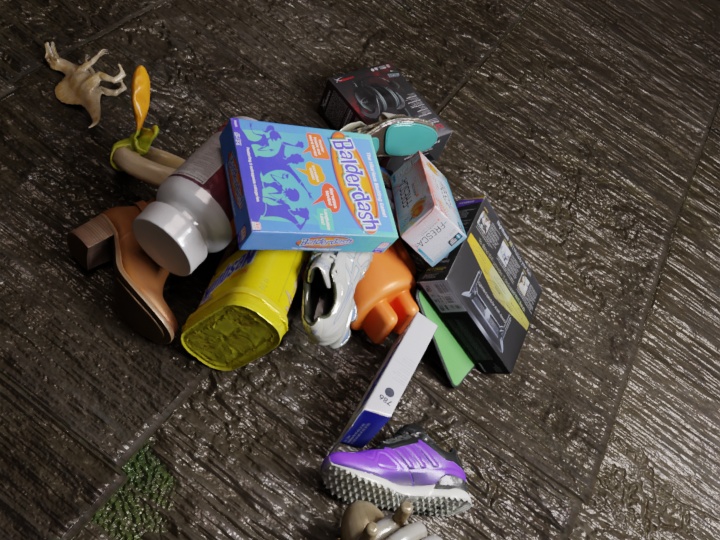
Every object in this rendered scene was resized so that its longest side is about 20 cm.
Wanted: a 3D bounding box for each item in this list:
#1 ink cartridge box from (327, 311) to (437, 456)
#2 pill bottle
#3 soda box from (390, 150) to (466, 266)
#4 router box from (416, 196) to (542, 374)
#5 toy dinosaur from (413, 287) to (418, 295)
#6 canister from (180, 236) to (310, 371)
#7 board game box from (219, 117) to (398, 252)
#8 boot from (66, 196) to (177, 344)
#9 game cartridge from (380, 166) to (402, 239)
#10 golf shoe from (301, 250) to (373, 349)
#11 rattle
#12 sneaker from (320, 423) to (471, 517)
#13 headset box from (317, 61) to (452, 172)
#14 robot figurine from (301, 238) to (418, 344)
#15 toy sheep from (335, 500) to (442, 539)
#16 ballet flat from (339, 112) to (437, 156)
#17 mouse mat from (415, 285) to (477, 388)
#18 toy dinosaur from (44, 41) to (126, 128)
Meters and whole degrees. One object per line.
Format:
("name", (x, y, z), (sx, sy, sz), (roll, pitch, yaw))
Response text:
("ink cartridge box", (0.030, 0.152, 0.941), (0.039, 0.100, 0.201), (34, 50, 2))
("pill bottle", (-0.184, -0.094, 0.926), (0.109, 0.110, 0.201), (34, 58, 4))
("soda box", (0.090, -0.091, 1.031), (0.068, 0.063, 0.201), (41, 21, -21))
("router box", (0.175, 0.023, 1.048), (0.201, 0.052, 0.158), (52, 52, -30))
("toy dinosaur", (0.128, 0.001, 1.135), (0.105, 0.061, 0.201), (28, 57, 13))
("canister", (-0.134, 0.010, 0.942), (0.086, 0.148, 0.202), (40, 44, -23))
("board game box", (-0.061, -0.100, 0.896), (0.197, 0.045, 0.154), (0, 64, -33))
("boot", (-0.260, -0.010, 0.959), (0.200, 0.077, 0.155), (41, 46, 18))
("game cartridge", (0.049, -0.103, 1.110), (0.131, 0.038, 0.199), (58, 21, 14))
("golf shoe", (-0.032, -0.008, 0.925), (0.077, 0.097, 0.203), (2, 74, 14))
("rattle", (-0.232, -0.166, 1.016), (0.198, 0.130, 0.145), (23, 87, 13))
("sneaker", (0.042, 0.235, 0.909), (0.198, 0.070, 0.101), (18, 49, -21))
("headset box", (0.046, -0.246, 1.252), (0.148, 0.078, 0.201), (-24, 67, -35))
("robot figurine", (-0.001, 0.000, 1.026), (0.143, 0.117, 0.201), (-34, 69, 4))
("toy sheep", (0.046, 0.335, 0.792), (0.136, 0.139, 0.201), (-18, 56, -33))
("ballet flat", (0.022, -0.206, 1.132), (0.198, 0.068, 0.076), (-19, 49, -24))
("mouse mat", (0.157, 0.050, 1.069), (0.200, 0.007, 0.163), (-41, 116, -42))
("toy dinosaur", (-0.400, -0.270, 1.100), (0.100, 0.059, 0.201), (-29, 62, -20))
